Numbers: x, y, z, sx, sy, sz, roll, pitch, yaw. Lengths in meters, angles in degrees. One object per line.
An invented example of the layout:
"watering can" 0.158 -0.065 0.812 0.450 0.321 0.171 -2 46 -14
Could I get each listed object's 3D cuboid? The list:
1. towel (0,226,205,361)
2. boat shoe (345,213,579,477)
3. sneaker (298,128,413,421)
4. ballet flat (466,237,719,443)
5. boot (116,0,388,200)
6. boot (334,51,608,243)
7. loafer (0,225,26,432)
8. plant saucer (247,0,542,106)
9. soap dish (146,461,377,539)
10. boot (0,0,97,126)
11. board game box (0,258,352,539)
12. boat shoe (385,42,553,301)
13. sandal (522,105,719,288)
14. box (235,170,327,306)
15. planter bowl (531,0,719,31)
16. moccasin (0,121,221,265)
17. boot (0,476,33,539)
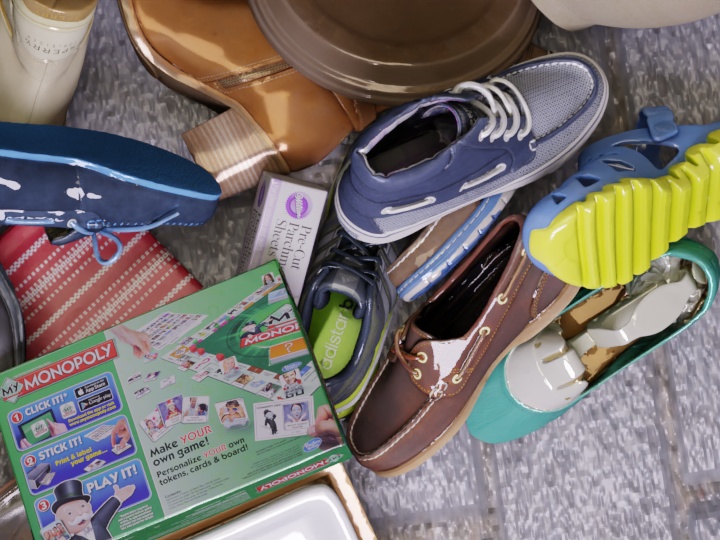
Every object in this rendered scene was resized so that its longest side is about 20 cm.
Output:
"towel" -0.173 0.043 1.417 0.145 0.022 0.200 -44 86 -1
"boat shoe" 0.055 0.045 1.365 0.200 0.070 0.070 -51 47 8
"sneaker" 0.000 0.000 1.383 0.074 0.081 0.201 13 85 3
"ballet flat" 0.149 0.044 1.379 0.200 0.070 0.067 -35 92 0
"boot" -0.070 -0.162 1.403 0.155 0.077 0.200 -28 80 -4
"boot" 0.077 -0.087 1.297 0.200 0.090 0.073 -33 77 -17
"loafer" -0.265 0.010 1.358 0.072 0.073 0.201 -14 98 -40
"plant saucer" 0.024 -0.197 1.384 0.199 0.030 0.201 3 61 -5
"soap dish" -0.048 0.227 1.345 0.157 0.081 0.201 -24 104 1
"boot" -0.214 -0.167 1.400 0.072 0.200 0.156 7 128 -17
"board game box" -0.120 0.091 1.311 0.199 0.029 0.135 -22 64 2
"boat shoe" 0.067 -0.068 1.376 0.072 0.072 0.200 39 65 -3
"sandal" 0.170 -0.052 1.356 0.087 0.200 0.080 33 131 35
"box" -0.067 0.037 1.375 0.041 0.039 0.201 14 97 -14
"planter bowl" 0.162 -0.235 1.352 0.134 0.200 0.201 -29 85 25
"moccasin" -0.189 -0.051 1.334 0.199 0.081 0.068 10 113 -21
"boot" -0.199 0.173 1.372 0.097 0.075 0.200 39 102 9
